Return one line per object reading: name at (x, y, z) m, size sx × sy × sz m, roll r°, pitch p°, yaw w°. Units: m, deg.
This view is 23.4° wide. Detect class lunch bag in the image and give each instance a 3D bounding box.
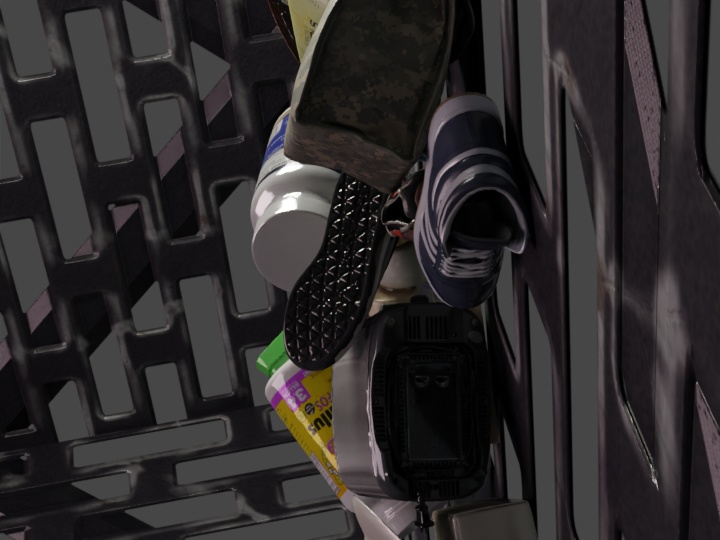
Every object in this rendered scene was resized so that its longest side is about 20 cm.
lunch bag at (0.021, -0.176, 1.350) m, size 0.164 × 0.117 × 0.201 m, roll 131°, pitch 157°, yaw -82°

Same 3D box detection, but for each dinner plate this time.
dinner plate at (0.057, 0.274, 1.516) m, size 0.200 × 0.024 × 0.200 m, roll 44°, pitch 173°, yaw 7°

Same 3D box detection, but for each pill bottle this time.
pill bottle at (0.000, 0.168, 1.725) m, size 0.200 × 0.104 × 0.104 m, roll 52°, pitch 169°, yaw 13°
pill bottle at (-0.044, -0.072, 1.684) m, size 0.200 × 0.115 × 0.116 m, roll -80°, pitch -14°, yaw -54°

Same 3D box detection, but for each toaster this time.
toaster at (0.041, 0.125, 1.508) m, size 0.129 × 0.113 × 0.201 m, roll 160°, pitch 108°, yaw -68°

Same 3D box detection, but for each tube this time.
tube at (-0.040, -0.227, 1.570) m, size 0.200 × 0.058 × 0.052 m, roll 78°, pitch -160°, yaw -76°

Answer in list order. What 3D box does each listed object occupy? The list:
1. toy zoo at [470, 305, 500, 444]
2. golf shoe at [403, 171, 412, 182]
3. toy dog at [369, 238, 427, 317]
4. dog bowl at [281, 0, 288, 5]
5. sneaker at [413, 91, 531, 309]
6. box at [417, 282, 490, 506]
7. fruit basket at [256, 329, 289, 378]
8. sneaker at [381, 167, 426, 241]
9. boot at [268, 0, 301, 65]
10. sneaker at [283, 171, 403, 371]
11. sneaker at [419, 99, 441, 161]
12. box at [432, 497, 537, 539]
toy zoo at (0.067, 0.107, 1.611) m, size 0.200 × 0.020 × 0.132 m, roll 155°, pitch 110°, yaw -65°
golf shoe at (0.023, -0.019, 1.849) m, size 0.075 × 0.091 × 0.201 m, roll 64°, pitch -162°, yaw -69°
toy dog at (0.057, -0.034, 1.637) m, size 0.200 × 0.096 × 0.132 m, roll -83°, pitch -13°, yaw -46°
dog bowl at (-0.026, -0.341, 1.611) m, size 0.200 × 0.058 × 0.201 m, roll 10°, pitch -90°, yaw -79°
sneaker at (0.081, -0.020, 1.274) m, size 0.109 × 0.070 × 0.200 m, roll -101°, pitch 7°, yaw -45°
box at (0.089, 0.126, 1.728) m, size 0.200 × 0.041 × 0.156 m, roll -106°, pitch 8°, yaw -46°
fruit basket at (-0.017, 0.061, 1.900) m, size 0.215 × 0.156 × 0.216 m, roll 40°, pitch -165°, yaw -13°
sneaker at (0.055, -0.058, 1.462) m, size 0.200 × 0.082 × 0.077 m, roll 113°, pitch 147°, yaw -82°
boot at (-0.017, -0.215, 1.741) m, size 0.200 × 0.075 × 0.097 m, roll 48°, pitch -175°, yaw 0°
sneaker at (0.000, 0.000, 1.505) m, size 0.201 × 0.072 × 0.083 m, roll -67°, pitch -26°, yaw -11°
sneaker at (0.027, -0.142, 1.590) m, size 0.200 × 0.090 × 0.079 m, roll -112°, pitch 13°, yaw -68°
box at (0.110, 0.244, 1.528) m, size 0.200 × 0.068 × 0.083 m, roll 121°, pitch 138°, yaw -83°
